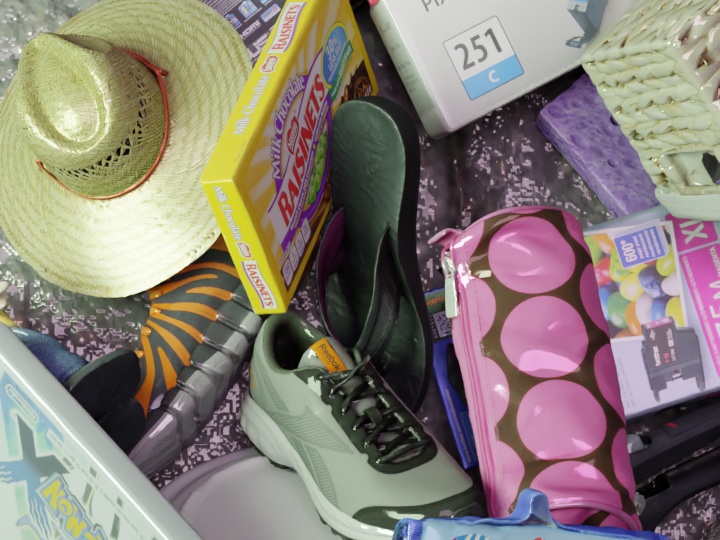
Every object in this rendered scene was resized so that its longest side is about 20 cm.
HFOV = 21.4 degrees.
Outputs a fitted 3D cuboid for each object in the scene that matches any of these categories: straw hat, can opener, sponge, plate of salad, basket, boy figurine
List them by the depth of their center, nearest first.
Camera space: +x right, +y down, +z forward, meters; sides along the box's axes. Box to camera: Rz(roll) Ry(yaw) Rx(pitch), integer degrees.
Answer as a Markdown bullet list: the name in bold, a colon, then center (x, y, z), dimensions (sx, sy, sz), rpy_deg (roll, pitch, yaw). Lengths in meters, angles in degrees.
- **plate of salad**: center (-0.032, 0.160, 1.068), dimensions (0.198, 0.201, 0.048), rpy_deg (-5, 120, -8)
- **boy figurine**: center (-0.214, 0.053, 1.084), dimensions (0.199, 0.125, 0.064), rpy_deg (22, 41, 34)
- **basket**: center (0.243, -0.138, 1.100), dimensions (0.200, 0.135, 0.124), rpy_deg (-42, 103, -13)
- **straw hat**: center (-0.157, -0.092, 1.105), dimensions (0.199, 0.085, 0.203), rpy_deg (-9, 67, 22)
- **can opener**: center (0.186, 0.115, 1.143), dimensions (0.199, 0.078, 0.064), rpy_deg (-26, 118, -22)
- **sponge**: center (0.219, -0.117, 1.235), dimensions (0.200, 0.030, 0.112), rpy_deg (-40, 82, -14)

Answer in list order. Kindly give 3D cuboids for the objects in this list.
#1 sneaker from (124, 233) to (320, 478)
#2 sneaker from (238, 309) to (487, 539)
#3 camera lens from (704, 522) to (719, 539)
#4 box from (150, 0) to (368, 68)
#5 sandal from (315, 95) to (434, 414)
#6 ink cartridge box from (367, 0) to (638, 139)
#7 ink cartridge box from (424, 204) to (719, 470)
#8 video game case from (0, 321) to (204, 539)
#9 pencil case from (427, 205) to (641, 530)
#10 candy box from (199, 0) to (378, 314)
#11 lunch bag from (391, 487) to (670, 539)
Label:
- **sneaker**: center (-0.119, 0.028, 1.136), dimensions (0.111, 0.078, 0.201), rpy_deg (32, 63, 6)
- **sneaker**: center (-0.005, 0.089, 1.065), dimensions (0.073, 0.080, 0.200), rpy_deg (-18, 34, -33)
- **camera lens**: center (0.273, 0.192, 1.069), dimensions (0.158, 0.200, 0.162), rpy_deg (2, 75, -7)
- **box**: center (-0.059, -0.224, 1.218), dimensions (0.200, 0.049, 0.161), rpy_deg (-41, 86, -15)
- **sandal**: center (-0.001, -0.001, 1.118), dimensions (0.048, 0.075, 0.203), rpy_deg (-24, 118, -44)
- **ink cartridge box**: center (0.094, -0.205, 1.192), dimensions (0.199, 0.045, 0.177), rpy_deg (-28, 92, -12)
- **ink cartridge box**: center (0.139, 0.037, 1.163), dimensions (0.198, 0.042, 0.120), rpy_deg (-17, 80, 1)
- **video game case**: center (-0.164, 0.157, 1.026), dimensions (0.200, 0.183, 0.022), rpy_deg (44, 39, 18)
- **pencil case**: center (0.096, 0.066, 1.074), dimensions (0.093, 0.091, 0.202), rpy_deg (10, 55, -34)
- **candy box**: center (-0.038, -0.081, 1.118), dimensions (0.026, 0.103, 0.201), rpy_deg (-2, 44, 24)
- **lunch bag**: center (0.078, 0.211, 0.977), dimensions (0.149, 0.094, 0.202), rpy_deg (6, 94, -16)
